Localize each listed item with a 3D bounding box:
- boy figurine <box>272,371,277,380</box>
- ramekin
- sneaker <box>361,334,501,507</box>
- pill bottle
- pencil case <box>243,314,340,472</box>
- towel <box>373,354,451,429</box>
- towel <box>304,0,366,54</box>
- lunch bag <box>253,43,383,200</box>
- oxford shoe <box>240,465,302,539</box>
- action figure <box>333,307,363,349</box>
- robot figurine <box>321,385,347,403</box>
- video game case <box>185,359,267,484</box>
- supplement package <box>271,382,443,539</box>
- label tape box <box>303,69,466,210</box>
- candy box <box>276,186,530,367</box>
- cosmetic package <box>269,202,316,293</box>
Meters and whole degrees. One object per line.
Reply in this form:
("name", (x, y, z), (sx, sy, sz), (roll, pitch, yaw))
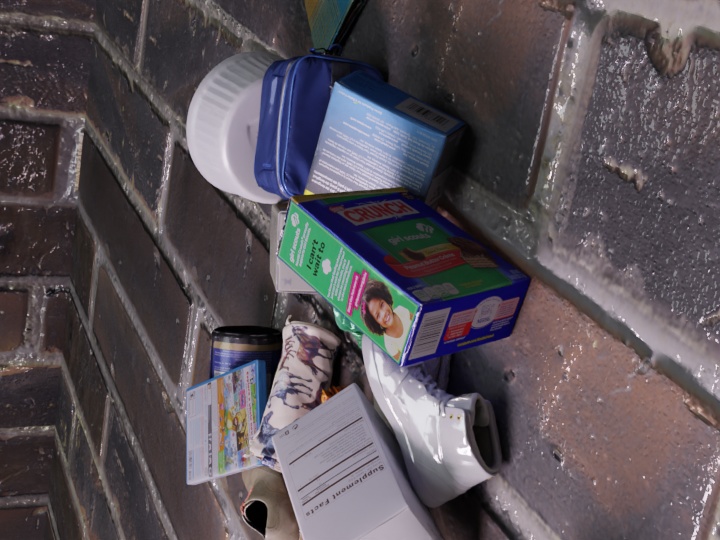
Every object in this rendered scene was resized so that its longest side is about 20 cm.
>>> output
("boy figurine", (-0.102, 0.247, 1.544), (0.124, 0.063, 0.204), (25, 109, 56))
("ramekin", (-0.130, -0.190, 1.477), (0.097, 0.198, 0.204), (31, 117, 51))
("sneaker", (0.081, 0.133, 1.128), (0.115, 0.073, 0.203), (-33, 75, 40))
("pill bottle", (-0.178, 0.191, 1.648), (0.111, 0.110, 0.204), (10, 98, 64))
("pencil case", (-0.088, 0.167, 1.443), (0.078, 0.088, 0.203), (159, 127, -71))
("towel", (0.063, 0.092, 1.239), (0.132, 0.034, 0.204), (24, 109, 61))
("towel", (-0.042, -0.403, 1.498), (0.147, 0.021, 0.203), (126, 139, -49))
("lunch bag", (-0.048, -0.184, 1.366), (0.132, 0.134, 0.204), (17, 102, 63))
("oxford shoe", (-0.131, 0.305, 1.457), (0.199, 0.074, 0.072), (28, 115, 61))
("action figure", (0.000, 0.000, 1.322), (0.055, 0.116, 0.204), (-101, 8, -78))
("robot figurine", (-0.026, 0.260, 1.387), (0.145, 0.057, 0.204), (-141, 57, -62))
("video game case", (-0.195, 0.222, 1.554), (0.199, 0.018, 0.146), (-25, 62, 47))
("supplement package", (0.000, 0.248, 1.168), (0.122, 0.119, 0.201), (56, -176, -37))
("label tape box", (0.018, -0.102, 1.221), (0.143, 0.063, 0.202), (29, 122, 15))
("candy box", (0.041, -0.003, 1.077), (0.199, 0.167, 0.078), (37, 122, 35))
("cosmetic package", (-0.081, -0.033, 1.436), (0.200, 0.070, 0.107), (-132, 44, -79))
